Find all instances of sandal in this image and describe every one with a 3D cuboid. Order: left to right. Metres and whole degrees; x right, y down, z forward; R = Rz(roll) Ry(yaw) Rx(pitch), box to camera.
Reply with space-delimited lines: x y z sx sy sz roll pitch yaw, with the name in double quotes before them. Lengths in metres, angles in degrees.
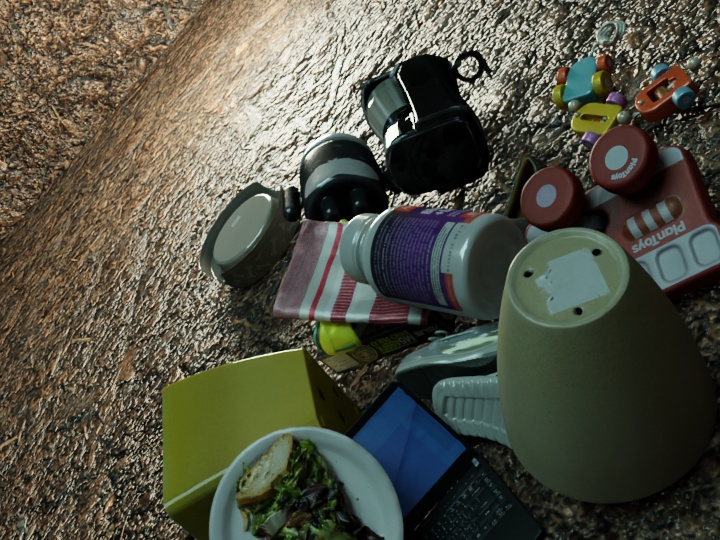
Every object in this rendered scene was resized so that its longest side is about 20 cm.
"sandal" 0.153 0.135 0.955 0.050 0.083 0.202 -19 18 -38

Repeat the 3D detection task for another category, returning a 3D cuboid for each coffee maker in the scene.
"coffee maker" 0.105 -0.213 1.314 0.192 0.135 0.200 -42 32 15

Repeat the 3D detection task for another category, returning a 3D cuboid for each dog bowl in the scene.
"dog bowl" -0.184 -0.059 1.612 0.200 0.059 0.201 -34 34 27

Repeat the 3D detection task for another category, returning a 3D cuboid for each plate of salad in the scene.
"plate of salad" -0.057 0.253 0.932 0.199 0.048 0.201 -2 80 12

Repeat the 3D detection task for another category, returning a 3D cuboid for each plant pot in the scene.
"plant pot" -0.093 0.208 1.088 0.176 0.200 0.200 -32 34 10
"plant pot" 0.188 0.062 0.787 0.187 0.200 0.188 -12 50 15

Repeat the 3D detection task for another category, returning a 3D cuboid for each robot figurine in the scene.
"robot figurine" -0.025 -0.116 1.399 0.125 0.150 0.200 -61 24 29

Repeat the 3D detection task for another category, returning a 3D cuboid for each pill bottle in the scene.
"pill bottle" 0.073 -0.014 1.054 0.200 0.111 0.112 10 65 45

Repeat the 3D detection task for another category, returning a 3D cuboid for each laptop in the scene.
"laptop" 0.046 0.241 0.938 0.177 0.103 0.200 -49 30 4

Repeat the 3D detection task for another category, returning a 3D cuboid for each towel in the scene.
"towel" 0.000 0.000 1.170 0.199 0.023 0.144 2 57 23

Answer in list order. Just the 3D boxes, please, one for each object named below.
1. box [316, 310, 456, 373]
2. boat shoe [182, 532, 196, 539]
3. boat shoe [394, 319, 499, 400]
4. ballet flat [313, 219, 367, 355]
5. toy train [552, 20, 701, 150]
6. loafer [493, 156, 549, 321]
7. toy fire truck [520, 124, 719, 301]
"box" 0.040 0.032 1.228 0.200 0.044 0.161 -24 39 38
"boat shoe" -0.233 0.401 1.170 0.200 0.074 0.076 -57 31 -10
"boat shoe" 0.128 0.089 1.026 0.201 0.074 0.065 -22 35 34
"ballet flat" -0.009 0.018 1.215 0.067 0.067 0.201 -7 51 23
"toy train" 0.309 -0.206 1.116 0.150 0.056 0.200 -41 35 14
"loafer" 0.177 -0.036 1.087 0.073 0.072 0.201 -9 51 47
"toy fire truck" 0.259 -0.033 0.956 0.200 0.112 0.169 -31 54 33
